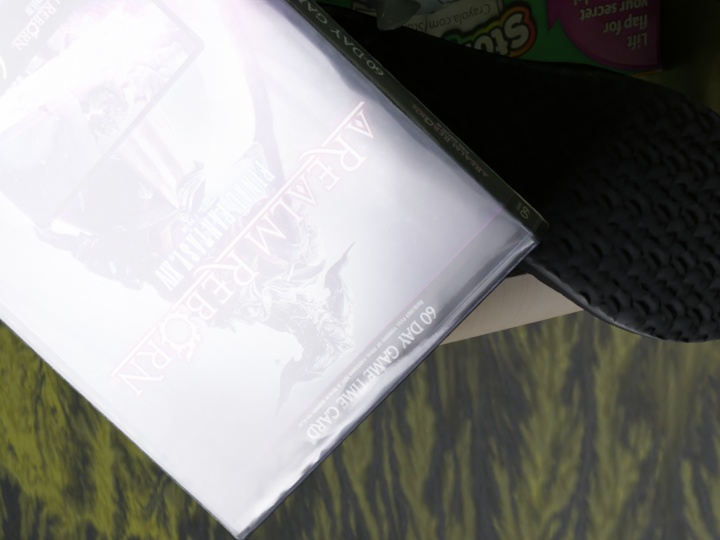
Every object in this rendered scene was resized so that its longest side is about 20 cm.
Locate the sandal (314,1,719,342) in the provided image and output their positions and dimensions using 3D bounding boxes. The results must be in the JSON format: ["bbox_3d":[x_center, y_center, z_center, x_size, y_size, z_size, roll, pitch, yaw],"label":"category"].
[{"bbox_3d":[0.047,-0.036,0.862,0.076,0.200,0.048,-68,20,2],"label":"sandal"}]

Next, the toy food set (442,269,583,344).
[{"bbox_3d":[0.000,0.000,0.975,0.200,0.143,0.061,-11,91,60],"label":"toy food set"}]

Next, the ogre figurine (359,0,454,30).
[{"bbox_3d":[0.022,-0.152,0.837,0.201,0.119,0.098,60,170,1],"label":"ogre figurine"}]

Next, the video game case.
[{"bbox_3d":[-0.063,-0.033,0.812,0.200,0.019,0.143,43,116,-2],"label":"video game case"}]

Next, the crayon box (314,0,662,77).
[{"bbox_3d":[-0.027,-0.092,0.932,0.172,0.199,0.059,23,121,54],"label":"crayon box"}]
